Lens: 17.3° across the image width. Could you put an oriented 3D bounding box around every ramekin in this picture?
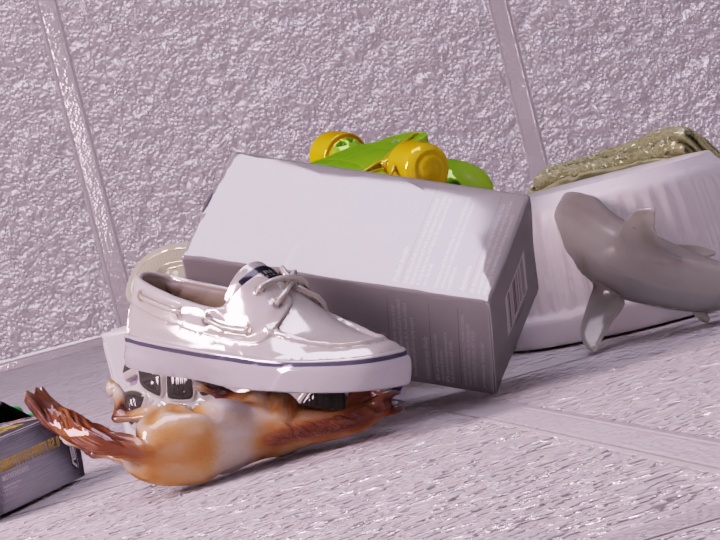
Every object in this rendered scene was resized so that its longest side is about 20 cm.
[{"bbox_3d":[0.187,-0.017,1.695,0.200,0.105,0.200,-14,2,1],"label":"ramekin"}]

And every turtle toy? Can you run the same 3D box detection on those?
[{"bbox_3d":[0.007,-0.040,1.652,0.200,0.101,0.146,-21,17,-27],"label":"turtle toy"}]

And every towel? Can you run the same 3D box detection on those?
[{"bbox_3d":[0.236,-0.047,1.835,0.200,0.148,0.037,-18,36,53],"label":"towel"}]

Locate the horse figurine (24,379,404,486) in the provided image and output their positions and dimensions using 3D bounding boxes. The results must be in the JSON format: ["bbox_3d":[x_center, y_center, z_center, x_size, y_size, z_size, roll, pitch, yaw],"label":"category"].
[{"bbox_3d":[-0.092,0.089,1.378,0.200,0.050,0.132,-6,15,-33],"label":"horse figurine"}]

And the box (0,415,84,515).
[{"bbox_3d":[-0.300,0.143,1.520,0.200,0.048,0.158,-14,2,19],"label":"box"}]

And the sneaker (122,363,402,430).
[{"bbox_3d":[-0.064,0.080,1.543,0.200,0.081,0.083,-3,-7,24],"label":"sneaker"}]

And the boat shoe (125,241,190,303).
[{"bbox_3d":[-0.059,0.018,1.574,0.200,0.068,0.072,-2,48,33],"label":"boat shoe"}]

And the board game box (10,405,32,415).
[{"bbox_3d":[-0.379,0.116,1.850,0.200,0.026,0.200,-13,-25,14],"label":"board game box"}]

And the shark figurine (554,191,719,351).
[{"bbox_3d":[0.214,-0.014,1.519,0.214,0.090,0.128,5,47,22],"label":"shark figurine"}]

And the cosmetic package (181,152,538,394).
[{"bbox_3d":[0.000,0.000,1.459,0.200,0.090,0.107,8,45,18],"label":"cosmetic package"}]

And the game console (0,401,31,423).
[{"bbox_3d":[-0.349,0.161,1.780,0.200,0.117,0.176,-14,32,22],"label":"game console"}]

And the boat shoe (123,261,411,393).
[{"bbox_3d":[-0.057,0.030,1.376,0.200,0.070,0.071,6,8,39],"label":"boat shoe"}]

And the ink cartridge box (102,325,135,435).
[{"bbox_3d":[-0.072,0.057,1.737,0.145,0.088,0.200,-12,5,27],"label":"ink cartridge box"}]
